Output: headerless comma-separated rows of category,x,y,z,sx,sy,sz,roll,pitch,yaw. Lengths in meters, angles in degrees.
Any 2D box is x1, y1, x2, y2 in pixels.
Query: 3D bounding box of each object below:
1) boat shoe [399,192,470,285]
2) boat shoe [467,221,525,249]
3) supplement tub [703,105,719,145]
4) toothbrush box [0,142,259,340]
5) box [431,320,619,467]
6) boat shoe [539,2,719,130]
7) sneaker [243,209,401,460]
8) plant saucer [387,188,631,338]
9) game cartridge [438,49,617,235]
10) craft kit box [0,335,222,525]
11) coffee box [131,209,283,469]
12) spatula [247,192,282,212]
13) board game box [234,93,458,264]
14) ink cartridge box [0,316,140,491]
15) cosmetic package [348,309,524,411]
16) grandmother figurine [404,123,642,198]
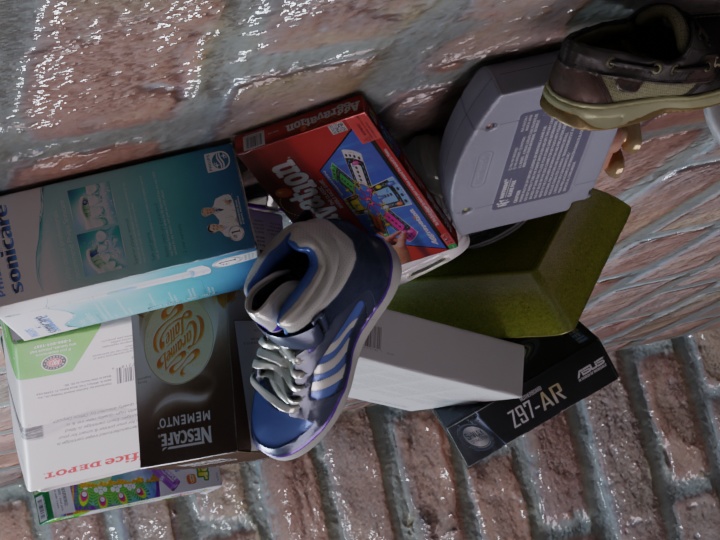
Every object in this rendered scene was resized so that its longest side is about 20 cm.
boat shoe,0.000,0.000,1.452,0.199,0.074,0.067,-19,138,31
boat shoe,0.058,-0.049,1.510,0.197,0.074,0.068,-4,-176,-2
supplement tub,0.344,-0.126,1.339,0.122,0.124,0.200,-18,169,23
toothbrush box,-0.179,-0.018,1.307,0.198,0.086,0.146,-14,170,-3
box,0.140,0.098,1.623,0.159,0.044,0.200,-30,-166,0
boat shoe,0.207,-0.148,1.178,0.199,0.073,0.065,-24,139,-37
sneaker,-0.059,0.050,1.294,0.146,0.080,0.201,10,113,-57
plant saucer,0.124,-0.015,1.575,0.199,0.048,0.200,-4,-147,30
game cartridge,0.126,-0.098,1.301,0.132,0.041,0.200,-17,154,-15
craft kit box,-0.256,0.147,1.793,0.196,0.202,0.048,-7,167,-37
coffee box,-0.123,0.058,1.432,0.114,0.202,0.079,-14,166,36
spatula,-0.068,-0.068,1.370,0.056,0.021,0.200,8,165,-1
board game box,-0.007,-0.057,1.307,0.102,0.020,0.200,-16,147,16
ink cartridge box,-0.247,0.095,1.581,0.144,0.084,0.201,-11,136,-17
cosmetic package,0.019,0.077,1.495,0.199,0.052,0.150,16,160,-37
grandmother figurine,0.126,-0.095,1.416,0.198,0.061,0.122,-6,142,-25
